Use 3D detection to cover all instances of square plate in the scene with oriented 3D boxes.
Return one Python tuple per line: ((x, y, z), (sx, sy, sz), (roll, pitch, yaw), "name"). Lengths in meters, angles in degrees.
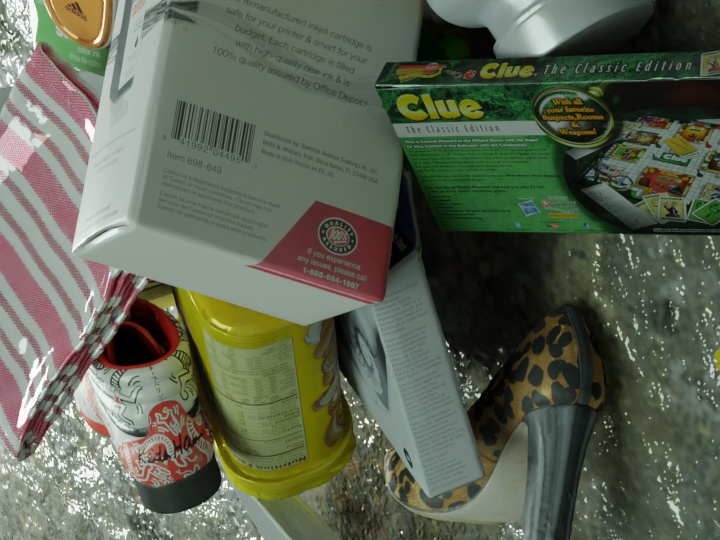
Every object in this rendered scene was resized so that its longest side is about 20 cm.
((-0.001, 0.216, 1.290), (0.198, 0.028, 0.200), (44, 168, 29), "square plate")

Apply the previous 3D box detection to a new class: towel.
((-0.190, -0.010, 1.142), (0.146, 0.030, 0.200), (49, 118, 28), "towel")

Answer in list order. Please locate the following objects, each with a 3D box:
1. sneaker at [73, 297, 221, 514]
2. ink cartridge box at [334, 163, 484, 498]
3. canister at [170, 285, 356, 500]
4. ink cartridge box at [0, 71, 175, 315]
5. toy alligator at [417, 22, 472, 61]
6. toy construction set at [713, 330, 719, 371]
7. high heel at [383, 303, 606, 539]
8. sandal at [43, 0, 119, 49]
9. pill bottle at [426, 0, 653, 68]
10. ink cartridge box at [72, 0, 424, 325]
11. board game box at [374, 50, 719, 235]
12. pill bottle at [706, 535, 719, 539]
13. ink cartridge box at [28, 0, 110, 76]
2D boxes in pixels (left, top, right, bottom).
((-0.139, 0.057, 1.215), (0.201, 0.067, 0.108), (-134, 29, -61), "sneaker")
((0.000, 0.000, 1.145), (0.200, 0.040, 0.201), (-128, 20, -59), "ink cartridge box")
((-0.064, 0.027, 1.181), (0.200, 0.086, 0.149), (86, 162, -59), "canister")
((-0.162, -0.048, 1.275), (0.146, 0.199, 0.084), (56, 141, 24), "ink cartridge box")
((0.010, -0.113, 1.156), (0.200, 0.059, 0.054), (17, 122, 59), "toy alligator")
((0.255, 0.066, 0.910), (0.200, 0.092, 0.132), (29, 143, 57), "toy construction set")
((0.077, 0.082, 1.187), (0.200, 0.071, 0.143), (14, 96, 60), "high heel")
((-0.162, -0.182, 1.064), (0.079, 0.059, 0.207), (28, 146, 20), "sandal")
((0.063, -0.195, 1.007), (0.200, 0.112, 0.112), (61, 142, 11), "pill bottle")
((-0.054, -0.089, 1.023), (0.085, 0.145, 0.201), (-20, 57, 58), "ink cartridge box")
((0.113, -0.060, 0.975), (0.199, 0.024, 0.105), (2, 139, 29), "board game box")
((0.245, 0.208, 0.973), (0.200, 0.119, 0.120), (13, 117, 47), "pill bottle")
((-0.125, -0.232, 1.193), (0.087, 0.145, 0.201), (20, 121, 44), "ink cartridge box")
